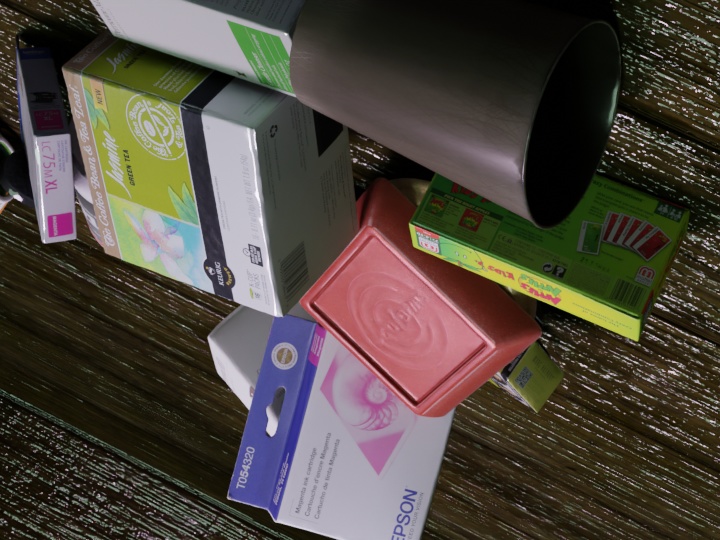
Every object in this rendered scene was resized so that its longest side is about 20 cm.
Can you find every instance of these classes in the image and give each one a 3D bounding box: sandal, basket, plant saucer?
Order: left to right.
[{"bbox_3d":[-0.328,-0.095,1.755,0.075,0.048,0.200,47,-160,-2],"label":"sandal"},{"bbox_3d":[0.039,0.039,1.518,0.200,0.037,0.200,44,142,0],"label":"plant saucer"},{"bbox_3d":[0.061,-0.134,1.155,0.198,0.137,0.181,25,167,22],"label":"basket"}]

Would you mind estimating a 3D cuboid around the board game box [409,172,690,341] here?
[{"bbox_3d":[0.149,-0.033,1.329,0.198,0.102,0.048,23,161,16],"label":"board game box"}]

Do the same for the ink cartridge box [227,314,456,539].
[{"bbox_3d":[-0.015,0.161,1.632,0.197,0.199,0.043,14,-175,0],"label":"ink cartridge box"}]

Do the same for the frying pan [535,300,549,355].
[{"bbox_3d":[0.154,0.040,1.610,0.189,0.031,0.115,35,170,-28],"label":"frying pan"}]

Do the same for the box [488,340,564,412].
[{"bbox_3d":[0.107,0.063,1.647,0.199,0.050,0.075,33,171,43],"label":"box"}]

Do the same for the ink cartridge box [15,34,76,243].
[{"bbox_3d":[-0.307,-0.133,1.623,0.201,0.041,0.120,-117,25,-50],"label":"ink cartridge box"}]

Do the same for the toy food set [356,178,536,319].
[{"bbox_3d":[0.078,-0.003,1.516,0.198,0.049,0.200,47,142,-6],"label":"toy food set"}]

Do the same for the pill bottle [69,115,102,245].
[{"bbox_3d":[-0.236,-0.098,1.692,0.113,0.115,0.200,25,161,9],"label":"pill bottle"}]

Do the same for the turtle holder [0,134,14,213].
[{"bbox_3d":[-0.474,-0.135,1.947,0.130,0.141,0.188,0,110,27],"label":"turtle holder"}]

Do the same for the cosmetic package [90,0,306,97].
[{"bbox_3d":[-0.108,-0.211,1.262,0.198,0.086,0.108,19,162,23],"label":"cosmetic package"}]

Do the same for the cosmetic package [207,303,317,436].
[{"bbox_3d":[-0.036,0.109,1.766,0.200,0.165,0.165,47,168,12],"label":"cosmetic package"}]

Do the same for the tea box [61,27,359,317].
[{"bbox_3d":[-0.121,-0.099,1.400,0.195,0.134,0.202,19,136,27],"label":"tea box"}]
